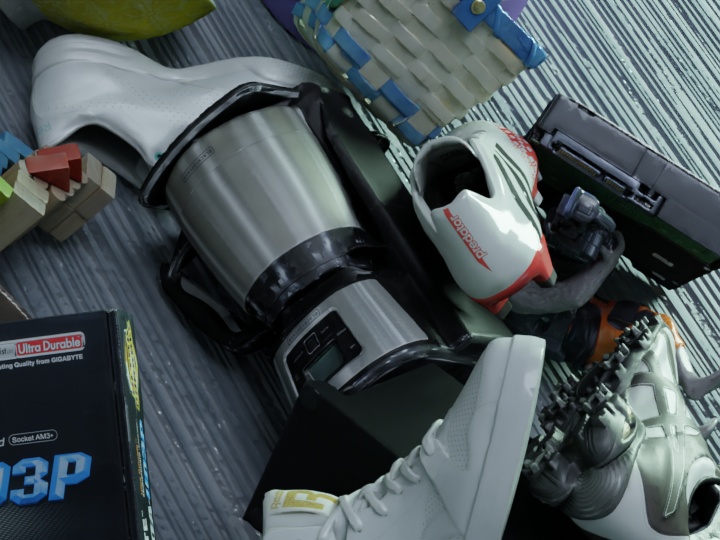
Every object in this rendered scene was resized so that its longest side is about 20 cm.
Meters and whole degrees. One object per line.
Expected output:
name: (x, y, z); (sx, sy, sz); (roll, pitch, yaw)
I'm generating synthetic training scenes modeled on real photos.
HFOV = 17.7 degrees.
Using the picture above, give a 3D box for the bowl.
bowl: (-0.187, -0.210, 1.406); (0.107, 0.200, 0.201); (-36, 68, 2)

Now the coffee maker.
coffee maker: (0.000, 0.000, 1.322); (0.191, 0.135, 0.201); (-15, 61, -38)

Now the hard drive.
hard drive: (0.159, -0.046, 1.417); (0.139, 0.200, 0.038); (32, 85, 1)

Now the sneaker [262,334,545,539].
sneaker: (0.011, 0.111, 1.073); (0.115, 0.202, 0.074); (19, 14, 7)

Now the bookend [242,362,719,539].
bookend: (0.081, 0.130, 1.211); (0.200, 0.093, 0.198); (37, 29, 22)

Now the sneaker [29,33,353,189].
sneaker: (-0.101, -0.080, 1.390); (0.198, 0.075, 0.089); (6, 55, -11)

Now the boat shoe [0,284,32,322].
boat shoe: (-0.167, 0.064, 1.220); (0.072, 0.073, 0.200); (-23, 66, -39)

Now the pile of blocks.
pile of blocks: (-0.195, -0.053, 1.259); (0.082, 0.062, 0.200); (55, 23, 3)

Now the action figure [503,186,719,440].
action figure: (0.131, 0.025, 1.375); (0.193, 0.200, 0.105); (36, 84, 15)

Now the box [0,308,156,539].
box: (-0.196, 0.109, 1.075); (0.198, 0.046, 0.160); (-7, 83, 5)

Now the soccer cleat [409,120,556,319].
soccer cleat: (0.060, -0.050, 1.289); (0.085, 0.068, 0.200); (51, 15, -24)

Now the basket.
basket: (0.060, -0.183, 1.387); (0.139, 0.200, 0.176); (47, 3, -19)

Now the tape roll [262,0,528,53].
tape roll: (0.025, -0.226, 1.566); (0.198, 0.085, 0.201); (14, 48, -16)

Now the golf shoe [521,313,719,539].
golf shoe: (0.139, 0.091, 1.164); (0.095, 0.078, 0.200); (46, 26, -3)
